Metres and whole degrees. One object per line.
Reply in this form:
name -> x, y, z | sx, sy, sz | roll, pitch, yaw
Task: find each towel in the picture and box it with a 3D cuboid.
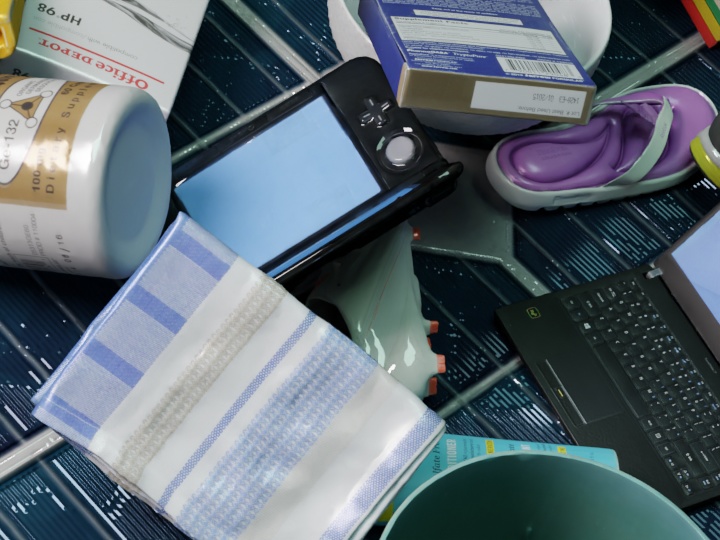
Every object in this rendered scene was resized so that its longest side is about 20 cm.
towel -> -0.067, 0.084, 1.183 | 0.200, 0.024, 0.147 | 39, 92, -10

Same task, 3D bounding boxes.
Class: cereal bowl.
cereal bowl -> 0.071, -0.168, 1.481 | 0.199, 0.084, 0.201 | 7, 50, -8

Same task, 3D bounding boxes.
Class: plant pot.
plant pot -> 0.087, 0.223, 1.114 | 0.199, 0.161, 0.202 | 7, 50, -8

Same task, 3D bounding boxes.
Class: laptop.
laptop -> 0.219, 0.040, 1.337 | 0.199, 0.104, 0.178 | -15, 56, -25

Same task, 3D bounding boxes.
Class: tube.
tube -> 0.053, 0.126, 1.266 | 0.198, 0.051, 0.078 | 4, 43, -5

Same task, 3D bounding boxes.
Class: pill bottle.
pill bottle -> -0.224, -0.061, 1.271 | 0.199, 0.115, 0.115 | 6, 47, 17

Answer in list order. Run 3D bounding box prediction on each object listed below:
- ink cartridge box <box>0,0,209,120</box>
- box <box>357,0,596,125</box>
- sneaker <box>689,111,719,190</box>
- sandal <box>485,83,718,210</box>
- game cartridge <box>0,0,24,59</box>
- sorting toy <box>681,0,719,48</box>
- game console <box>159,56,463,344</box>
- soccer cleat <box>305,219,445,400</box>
ink cartridge box -> -0.172, -0.145, 1.399 | 0.115, 0.067, 0.201 | 21, 48, -9
box -> 0.068, -0.149, 1.358 | 0.120, 0.033, 0.200 | 4, 27, -12
sneaker -> 0.331, -0.087, 1.473 | 0.199, 0.085, 0.075 | 2, 50, -25
sandal -> 0.179, -0.091, 1.467 | 0.202, 0.050, 0.083 | -23, 62, -31
game cartridge -> -0.299, -0.177, 1.358 | 0.175, 0.033, 0.200 | -8, 29, 1
sorting toy -> 0.299, -0.279, 1.606 | 0.198, 0.070, 0.201 | -28, 86, -30
game console -> -0.049, -0.046, 1.278 | 0.199, 0.117, 0.176 | -31, 60, -1
soccer cleat -> 0.000, 0.000, 1.338 | 0.077, 0.069, 0.201 | -2, 55, -13
